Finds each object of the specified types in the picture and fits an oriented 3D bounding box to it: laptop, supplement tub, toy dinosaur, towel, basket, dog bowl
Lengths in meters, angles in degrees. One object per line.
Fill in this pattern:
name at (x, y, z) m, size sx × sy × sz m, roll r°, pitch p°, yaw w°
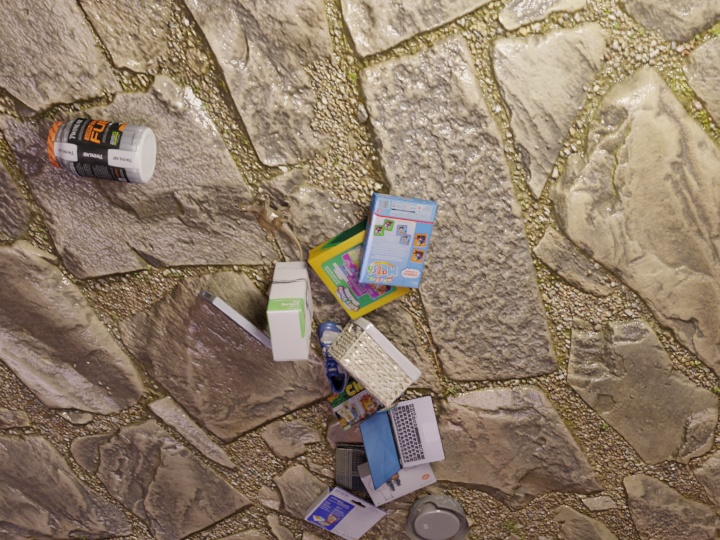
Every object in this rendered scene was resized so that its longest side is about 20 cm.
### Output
laptop at (0.116, 0.464, 1.797) m, size 0.197 × 0.116 × 0.190 m, roll -13°, pitch 97°, yaw 7°
supplement tub at (-0.546, -0.256, 1.410) m, size 0.197 × 0.123 × 0.124 m, roll 6°, pitch 124°, yaw -2°
toy dinosaur at (-0.191, -0.119, 1.529) m, size 0.199 × 0.059 × 0.101 m, roll 35°, pitch 134°, yaw -9°
towel at (0.019, 0.591, 1.986) m, size 0.189 × 0.035 × 0.202 m, roll 4°, pitch 125°, yaw 4°
basket at (0.030, 0.226, 1.650) m, size 0.200 × 0.135 × 0.124 m, roll 45°, pitch 82°, yaw -18°
dog bowl at (0.238, 0.780, 2.073) m, size 0.197 × 0.059 × 0.203 m, roll 2°, pitch 122°, yaw 3°

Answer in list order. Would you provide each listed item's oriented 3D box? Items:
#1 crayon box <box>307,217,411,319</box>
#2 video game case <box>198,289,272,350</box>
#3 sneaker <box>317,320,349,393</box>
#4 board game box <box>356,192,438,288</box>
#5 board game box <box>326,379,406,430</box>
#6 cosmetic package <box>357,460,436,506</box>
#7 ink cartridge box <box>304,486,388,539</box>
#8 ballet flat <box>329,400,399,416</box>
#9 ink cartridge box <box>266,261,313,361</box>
crayon box at (0.000, 0.000, 1.582) m, size 0.171 × 0.059 × 0.201 m, roll -26°, pitch 117°, yaw 20°
video game case at (-0.298, 0.121, 1.622) m, size 0.200 × 0.182 × 0.022 m, roll 42°, pitch 78°, yaw -21°
sneaker at (-0.064, 0.226, 1.715) m, size 0.074 × 0.089 × 0.202 m, roll -9°, pitch 121°, yaw 12°
board game box at (0.081, -0.065, 1.496) m, size 0.149 × 0.037 × 0.203 m, roll 6°, pitch 107°, yaw -18°
board game box at (0.015, 0.334, 1.771) m, size 0.199 × 0.023 × 0.106 m, roll -33°, pitch 79°, yaw 13°
cosmetic package at (0.108, 0.591, 1.928) m, size 0.198 × 0.052 × 0.152 m, roll -23°, pitch 129°, yaw 0°
ink cartridge box at (-0.045, 0.756, 2.085) m, size 0.196 × 0.047 × 0.201 m, roll 31°, pitch 118°, yaw -14°
ballet flat at (0.005, 0.354, 1.810) m, size 0.197 × 0.068 × 0.068 m, roll -12°, pitch 106°, yaw 10°
ink cartridge box at (-0.163, 0.092, 1.567) m, size 0.083 × 0.201 × 0.147 m, roll -2°, pitch 124°, yaw 2°
